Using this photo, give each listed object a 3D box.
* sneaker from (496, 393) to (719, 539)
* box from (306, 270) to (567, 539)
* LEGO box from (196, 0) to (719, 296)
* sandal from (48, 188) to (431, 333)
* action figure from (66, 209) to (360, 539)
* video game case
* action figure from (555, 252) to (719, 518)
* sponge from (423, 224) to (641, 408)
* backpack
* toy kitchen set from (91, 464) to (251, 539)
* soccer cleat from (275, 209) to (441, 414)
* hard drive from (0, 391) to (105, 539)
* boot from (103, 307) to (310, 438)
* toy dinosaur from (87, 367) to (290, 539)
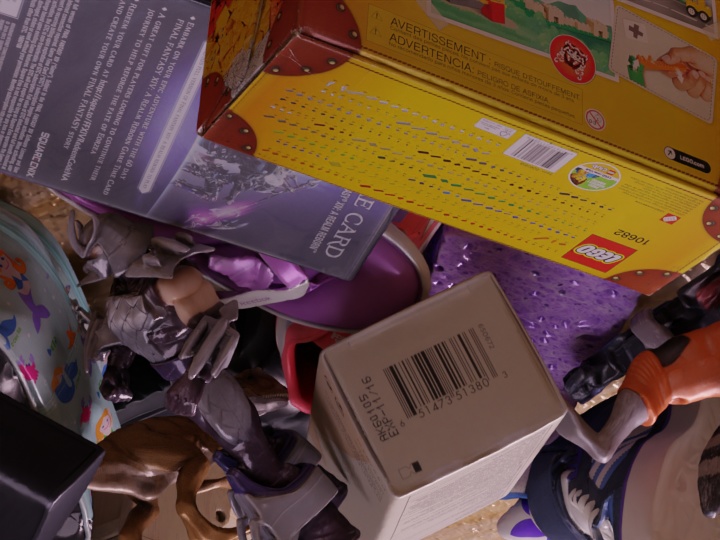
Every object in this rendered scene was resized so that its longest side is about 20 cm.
[{"bbox_3d":[0.132,0.135,1.051,0.146,0.200,0.081,-32,104,31],"label":"sneaker"},{"bbox_3d":[0.031,0.078,0.967,0.095,0.078,0.200,-25,167,-12],"label":"box"},{"bbox_3d":[0.049,-0.096,0.735,0.200,0.149,0.077,19,146,-23],"label":"LEGO box"},{"bbox_3d":[-0.067,-0.013,0.921,0.202,0.050,0.083,22,134,7],"label":"sandal"},{"bbox_3d":[-0.074,0.053,0.902,0.200,0.069,0.130,56,166,-16],"label":"action figure"},{"bbox_3d":[-0.072,-0.066,0.807,0.200,0.019,0.143,17,143,-13],"label":"video game case"},{"bbox_3d":[0.177,0.053,0.968,0.193,0.105,0.200,-22,167,-48],"label":"action figure"},{"bbox_3d":[0.080,0.027,1.054,0.111,0.030,0.200,7,149,-7],"label":"sponge"},{"bbox_3d":[-0.222,0.046,0.991,0.177,0.151,0.200,-4,138,15],"label":"backpack"},{"bbox_3d":[-0.120,0.220,1.251,0.200,0.181,0.163,27,143,-36],"label":"toy kitchen set"},{"bbox_3d":[0.000,0.000,0.971,0.067,0.077,0.200,11,149,-12],"label":"soccer cleat"},{"bbox_3d":[-0.217,0.115,0.928,0.135,0.042,0.200,31,135,-12],"label":"hard drive"},{"bbox_3d":[-0.091,0.101,1.133,0.200,0.076,0.168,-20,133,23],"label":"boot"},{"bbox_3d":[-0.111,0.099,0.971,0.060,0.106,0.200,-37,165,36],"label":"toy dinosaur"}]
